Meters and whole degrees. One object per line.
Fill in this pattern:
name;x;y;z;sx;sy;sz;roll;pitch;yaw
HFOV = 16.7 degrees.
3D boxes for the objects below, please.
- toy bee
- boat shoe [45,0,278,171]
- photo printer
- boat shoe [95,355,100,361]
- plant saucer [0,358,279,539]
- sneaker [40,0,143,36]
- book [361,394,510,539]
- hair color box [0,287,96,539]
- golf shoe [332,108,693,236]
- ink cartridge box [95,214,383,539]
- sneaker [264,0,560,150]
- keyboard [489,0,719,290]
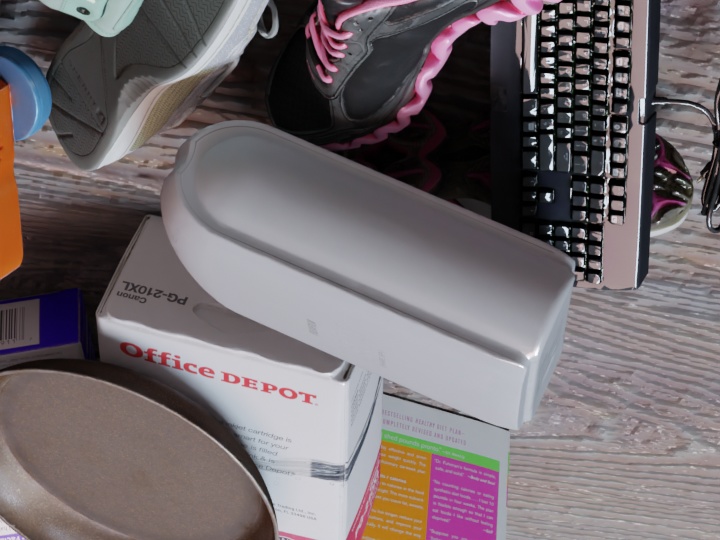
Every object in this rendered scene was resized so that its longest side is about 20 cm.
toy bee;-0.203;-0.094;1.178;0.109;0.200;0.131;24;-166;21
boat shoe;-0.086;-0.113;1.149;0.065;0.074;0.202;-21;164;-35
photo printer;0.000;0.000;1.164;0.200;0.070;0.166;24;168;7
boat shoe;-0.136;0.121;1.564;0.073;0.065;0.200;-3;149;18
plant saucer;-0.135;0.113;1.379;0.200;0.032;0.200;15;140;13
sneaker;-0.069;-0.142;1.041;0.200;0.074;0.118;23;141;10
book;0.025;0.178;1.503;0.133;0.200;0.048;14;149;-15
hair color box;-0.203;0.114;1.470;0.109;0.065;0.200;-8;122;-1
golf shoe;0.073;-0.042;1.244;0.200;0.073;0.092;6;157;18
ink cartridge box;-0.065;0.075;1.394;0.145;0.084;0.200;14;141;10
sneaker;0.007;-0.118;1.083;0.095;0.079;0.200;-5;156;-43
keyboard;0.123;-0.076;1.132;0.127;0.021;0.200;2;124;7
